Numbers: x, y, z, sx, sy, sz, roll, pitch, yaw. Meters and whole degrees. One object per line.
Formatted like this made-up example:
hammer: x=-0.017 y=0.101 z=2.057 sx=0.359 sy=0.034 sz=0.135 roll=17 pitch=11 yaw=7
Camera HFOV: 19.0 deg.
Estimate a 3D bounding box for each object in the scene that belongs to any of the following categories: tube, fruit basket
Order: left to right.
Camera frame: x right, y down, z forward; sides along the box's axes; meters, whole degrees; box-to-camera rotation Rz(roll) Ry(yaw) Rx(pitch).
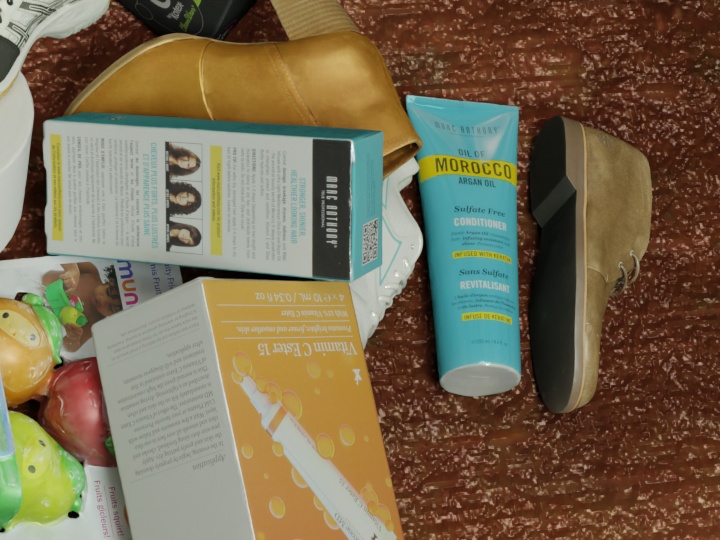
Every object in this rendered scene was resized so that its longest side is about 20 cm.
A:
fruit basket: x=-0.179 y=0.076 z=1.238 sx=0.199 sy=0.094 sz=0.186 roll=-6 pitch=71 yaw=-20
tube: x=0.071 y=-0.021 z=1.370 sx=0.077 sy=0.050 sz=0.201 roll=7 pitch=62 yaw=-20

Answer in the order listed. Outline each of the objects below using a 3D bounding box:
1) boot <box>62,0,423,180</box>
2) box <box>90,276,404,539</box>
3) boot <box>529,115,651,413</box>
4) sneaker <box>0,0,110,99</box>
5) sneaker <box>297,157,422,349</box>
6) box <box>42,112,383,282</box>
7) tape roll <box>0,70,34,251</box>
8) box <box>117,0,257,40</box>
boot: x=-0.074 y=-0.079 z=1.298 sx=0.201 sy=0.071 sz=0.144 roll=-29 pitch=70 yaw=6
box: x=-0.059 y=0.113 z=1.214 sx=0.124 sy=0.097 sz=0.201 roll=1 pitch=73 yaw=-49
boot: x=0.151 y=-0.001 z=1.370 sx=0.075 sy=0.074 sz=0.201 roll=14 pitch=64 yaw=-20
sneaker: x=-0.211 y=-0.163 z=1.241 sx=0.075 sy=0.088 sz=0.200 roll=27 pitch=42 yaw=11
sneaker: x=0.000 y=0.000 z=1.327 sx=0.080 sy=0.070 sz=0.201 roll=10 pitch=67 yaw=-14
box: x=-0.087 y=-0.045 z=1.254 sx=0.199 sy=0.049 sz=0.083 roll=5 pitch=103 yaw=21
tape roll: x=-0.290 y=-0.074 z=1.236 sx=0.202 sy=0.071 sz=0.203 roll=8 pitch=40 yaw=-7
box: x=-0.078 y=-0.260 z=1.363 sx=0.124 sy=0.149 sz=0.200 roll=38 pitch=64 yaw=1
